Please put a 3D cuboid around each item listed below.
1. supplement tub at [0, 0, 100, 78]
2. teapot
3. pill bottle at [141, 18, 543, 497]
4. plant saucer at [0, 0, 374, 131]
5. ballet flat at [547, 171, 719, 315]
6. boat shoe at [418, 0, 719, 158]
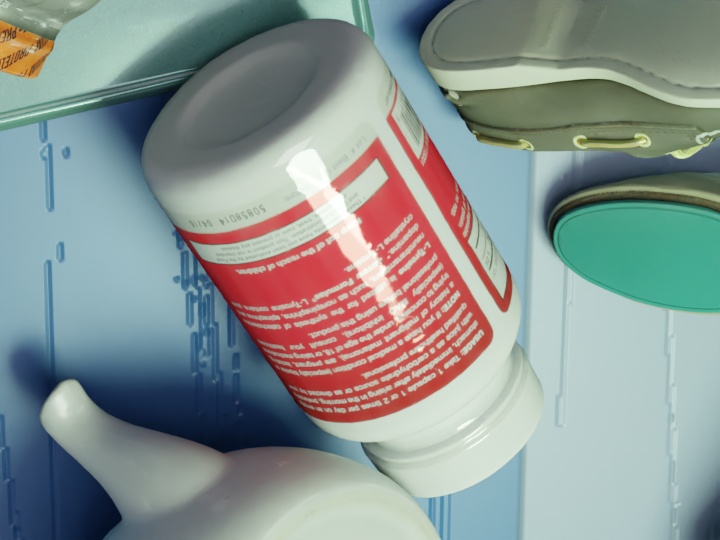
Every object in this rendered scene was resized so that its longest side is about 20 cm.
[{"bbox_3d":[-0.131,-0.184,0.842,0.122,0.123,0.200,22,97,-22],"label":"supplement tub"},{"bbox_3d":[-0.059,0.169,0.964,0.197,0.146,0.201,22,77,-47],"label":"teapot"},{"bbox_3d":[0.000,0.000,0.939,0.112,0.112,0.200,-35,120,-5],"label":"pill bottle"},{"bbox_3d":[-0.091,-0.108,0.936,0.199,0.019,0.070,-14,109,-12],"label":"plant saucer"},{"bbox_3d":[0.189,-0.013,1.010,0.199,0.069,0.070,11,105,19],"label":"ballet flat"},{"bbox_3d":[0.123,-0.083,0.930,0.072,0.201,0.060,-62,141,-32],"label":"boat shoe"}]
